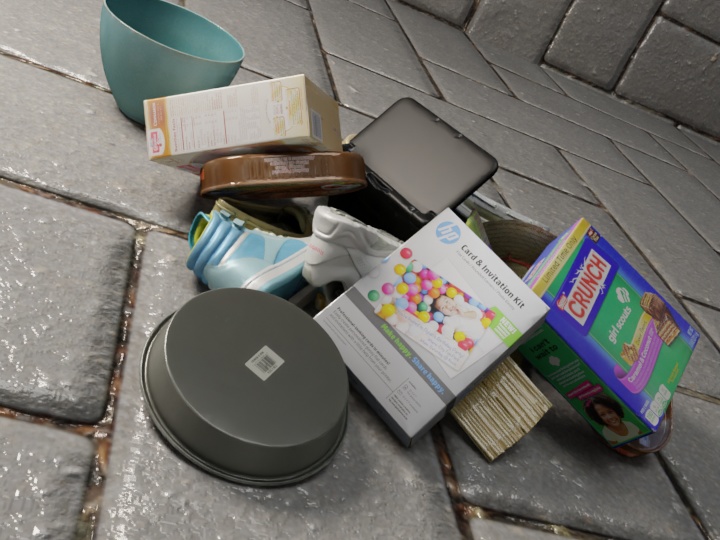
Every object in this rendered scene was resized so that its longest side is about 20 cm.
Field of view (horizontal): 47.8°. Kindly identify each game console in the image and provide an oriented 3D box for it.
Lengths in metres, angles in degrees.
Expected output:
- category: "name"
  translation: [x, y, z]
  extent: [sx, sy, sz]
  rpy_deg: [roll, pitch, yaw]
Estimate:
- category: "game console"
  translation: [0.059, -0.097, 1.050]
  extent: [0.115, 0.178, 0.200]
  rpy_deg: [-15, 42, -32]

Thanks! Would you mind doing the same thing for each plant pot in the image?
- category: "plant pot"
  translation: [-0.276, -0.279, 1.138]
  extent: [0.197, 0.136, 0.201]
  rpy_deg: [21, 28, -12]

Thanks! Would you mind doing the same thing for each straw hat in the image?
- category: "straw hat"
  translation: [0.212, 0.025, 1.088]
  extent: [0.199, 0.202, 0.086]
  rpy_deg: [31, 68, 8]

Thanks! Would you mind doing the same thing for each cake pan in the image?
- category: "cake pan"
  translation: [-0.094, 0.092, 0.720]
  extent: [0.197, 0.037, 0.202]
  rpy_deg: [19, 39, -16]

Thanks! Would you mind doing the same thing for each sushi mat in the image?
- category: "sushi mat"
  translation: [0.109, 0.098, 0.873]
  extent: [0.095, 0.012, 0.201]
  rpy_deg: [-32, 71, -23]

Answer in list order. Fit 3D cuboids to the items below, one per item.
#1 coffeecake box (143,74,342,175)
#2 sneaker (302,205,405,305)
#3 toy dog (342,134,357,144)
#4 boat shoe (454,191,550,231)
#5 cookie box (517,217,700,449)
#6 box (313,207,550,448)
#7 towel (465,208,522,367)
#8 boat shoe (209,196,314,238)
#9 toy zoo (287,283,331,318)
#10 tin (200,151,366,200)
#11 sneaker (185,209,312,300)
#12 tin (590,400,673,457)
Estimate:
- category: "coffeecake box"
  translation: [-0.136, -0.170, 0.984]
  extent: [0.196, 0.075, 0.153]
  rpy_deg: [-6, -2, 13]
- category: "sneaker"
  translation: [0.000, 0.000, 0.900]
  extent: [0.078, 0.101, 0.199]
  rpy_deg: [32, 6, 41]
- category: "toy dog"
  translation: [-0.074, -0.163, 1.156]
  extent: [0.199, 0.131, 0.097]
  rpy_deg: [-3, 60, -60]
- category: "boat shoe"
  translation: [0.169, -0.087, 1.135]
  extent: [0.201, 0.065, 0.074]
  rpy_deg: [35, -8, 4]
- category: "cookie box"
  translation: [0.272, 0.068, 0.933]
  extent: [0.200, 0.075, 0.171]
  rpy_deg: [44, 52, 1]
- category: "box"
  translation: [0.070, 0.053, 0.828]
  extent: [0.199, 0.041, 0.156]
  rpy_deg: [-37, 71, -18]
- category: "towel"
  translation: [0.154, 0.041, 0.968]
  extent: [0.203, 0.022, 0.144]
  rpy_deg: [67, 25, -16]
- category: "boat shoe"
  translation: [-0.098, -0.055, 0.987]
  extent: [0.198, 0.064, 0.073]
  rpy_deg: [1, 36, -41]
- category: "toy zoo"
  translation: [-0.002, 0.051, 0.913]
  extent: [0.130, 0.021, 0.200]
  rpy_deg: [33, 36, 14]
- category: "tin"
  translation: [-0.090, -0.111, 0.960]
  extent: [0.196, 0.043, 0.112]
  rpy_deg: [-4, 1, -13]
- category: "sneaker"
  translation: [-0.112, -0.028, 0.899]
  extent: [0.130, 0.080, 0.200]
  rpy_deg: [40, 28, 10]
- category: "tin"
  translation: [0.327, 0.130, 0.998]
  extent: [0.111, 0.042, 0.202]
  rpy_deg: [27, 53, -17]
